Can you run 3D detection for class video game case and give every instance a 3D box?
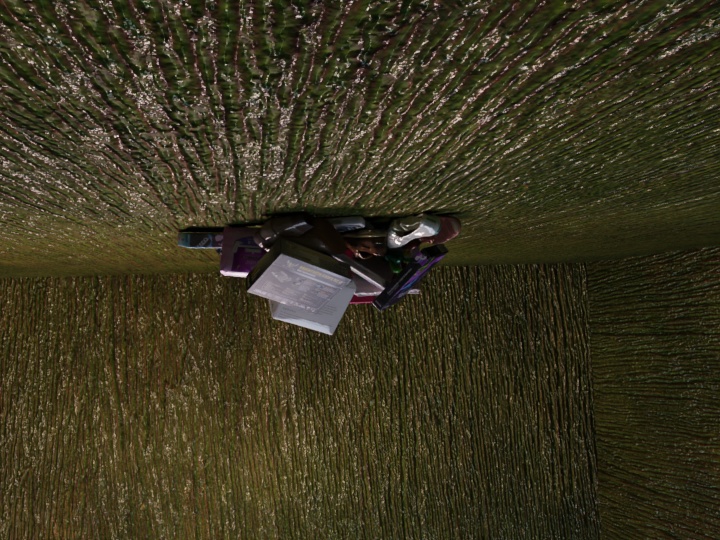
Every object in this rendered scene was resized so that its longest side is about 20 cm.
[{"bbox_3d":[-0.068,-0.109,1.674,0.179,0.024,0.200,-2,176,10],"label":"video game case"},{"bbox_3d":[0.000,0.000,1.797,0.180,0.024,0.200,32,179,12],"label":"video game case"}]

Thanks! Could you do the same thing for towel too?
[{"bbox_3d":[0.076,-0.019,1.940,0.196,0.194,0.032,-2,155,7],"label":"towel"}]

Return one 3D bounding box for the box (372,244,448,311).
[{"bbox_3d":[0.128,0.016,1.713,0.200,0.036,0.143,-46,168,24],"label":"box"}]

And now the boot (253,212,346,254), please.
[{"bbox_3d":[-0.144,-0.070,1.558,0.145,0.071,0.200,-21,143,27],"label":"boot"}]

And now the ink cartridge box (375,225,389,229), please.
[{"bbox_3d":[0.136,-0.100,1.825,0.196,0.043,0.119,1,178,-10],"label":"ink cartridge box"}]

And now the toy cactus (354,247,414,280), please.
[{"bbox_3d":[0.055,-0.040,1.850,0.198,0.103,0.165,26,178,26],"label":"toy cactus"}]

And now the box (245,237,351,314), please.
[{"bbox_3d":[-0.144,0.017,1.566,0.198,0.049,0.158,20,133,-32],"label":"box"}]

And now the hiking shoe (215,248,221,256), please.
[{"bbox_3d":[-0.314,-0.059,1.902,0.197,0.075,0.087,15,-143,6],"label":"hiking shoe"}]

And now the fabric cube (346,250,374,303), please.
[{"bbox_3d":[-0.050,0.009,2.215,0.196,0.203,0.196,-2,178,2],"label":"fabric cube"}]

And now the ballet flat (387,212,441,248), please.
[{"bbox_3d":[0.110,-0.104,1.618,0.069,0.071,0.199,0,172,-36],"label":"ballet flat"}]

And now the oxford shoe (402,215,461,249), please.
[{"bbox_3d":[0.176,-0.107,1.666,0.198,0.072,0.074,-9,-159,47],"label":"oxford shoe"}]

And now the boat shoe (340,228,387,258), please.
[{"bbox_3d":[0.001,-0.063,1.684,0.071,0.069,0.199,-1,178,-29],"label":"boat shoe"}]

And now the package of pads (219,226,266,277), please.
[{"bbox_3d":[-0.242,-0.041,1.656,0.197,0.123,0.076,4,176,15],"label":"package of pads"}]

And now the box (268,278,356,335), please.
[{"bbox_3d":[-0.148,0.043,1.943,0.197,0.173,0.201,18,-156,-24],"label":"box"}]

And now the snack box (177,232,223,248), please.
[{"bbox_3d":[-0.365,-0.079,1.755,0.197,0.038,0.116,-1,-175,-29],"label":"snack box"}]

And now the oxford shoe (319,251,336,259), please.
[{"bbox_3d":[-0.123,-0.014,1.695,0.198,0.085,0.073,20,165,27],"label":"oxford shoe"}]
